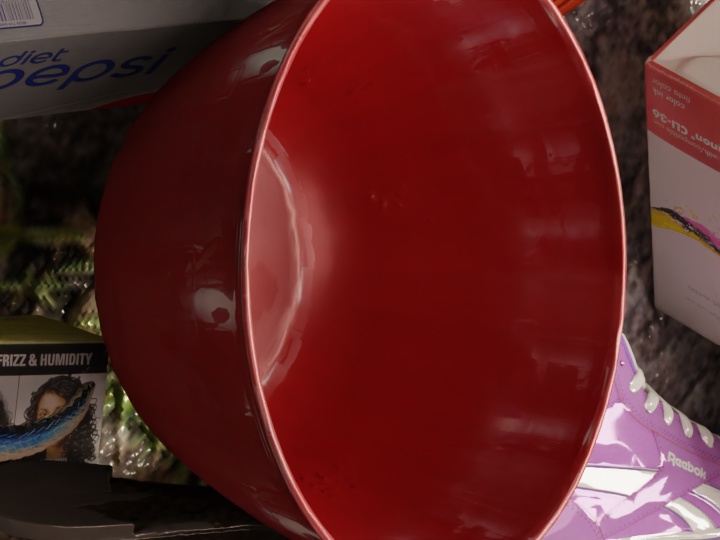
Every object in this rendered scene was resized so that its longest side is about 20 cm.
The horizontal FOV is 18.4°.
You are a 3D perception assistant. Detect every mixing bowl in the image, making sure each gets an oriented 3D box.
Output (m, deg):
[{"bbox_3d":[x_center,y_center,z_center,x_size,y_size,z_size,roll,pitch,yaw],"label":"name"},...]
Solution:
[{"bbox_3d":[-0.012,-0.002,0.704,0.200,0.108,0.201,-1,91,-53],"label":"mixing bowl"}]

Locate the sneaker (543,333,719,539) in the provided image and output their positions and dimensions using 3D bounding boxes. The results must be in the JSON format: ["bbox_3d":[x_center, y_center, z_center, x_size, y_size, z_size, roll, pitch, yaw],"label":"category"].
[{"bbox_3d":[0.125,0.068,0.949,0.200,0.073,0.115,-3,100,-40],"label":"sneaker"}]

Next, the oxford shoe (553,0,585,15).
[{"bbox_3d":[0.077,-0.138,0.873,0.200,0.071,0.073,-22,87,-33],"label":"oxford shoe"}]

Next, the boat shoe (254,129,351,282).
[{"bbox_3d":[0.000,0.000,0.829,0.200,0.070,0.066,25,90,-41],"label":"boat shoe"}]

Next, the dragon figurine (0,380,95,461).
[{"bbox_3d":[-0.176,0.029,0.651,0.199,0.059,0.100,-9,110,-13],"label":"dragon figurine"}]

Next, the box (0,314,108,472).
[{"bbox_3d":[-0.137,0.116,0.750,0.075,0.050,0.201,3,99,-41],"label":"box"}]

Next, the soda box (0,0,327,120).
[{"bbox_3d":[-0.064,-0.096,0.736,0.200,0.068,0.064,-11,75,-39],"label":"soda box"}]

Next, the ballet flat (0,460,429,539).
[{"bbox_3d":[-0.032,0.098,0.730,0.199,0.067,0.046,6,112,-16],"label":"ballet flat"}]

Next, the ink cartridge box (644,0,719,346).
[{"bbox_3d":[0.182,-0.040,0.948,0.116,0.067,0.200,-43,147,-24],"label":"ink cartridge box"}]
